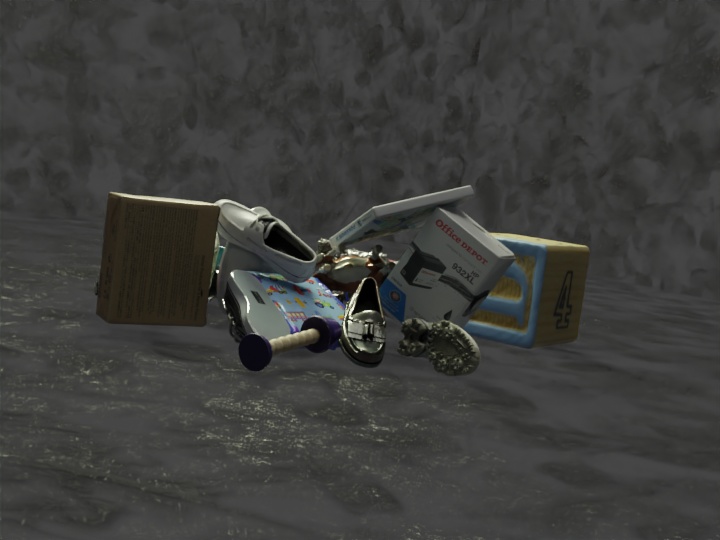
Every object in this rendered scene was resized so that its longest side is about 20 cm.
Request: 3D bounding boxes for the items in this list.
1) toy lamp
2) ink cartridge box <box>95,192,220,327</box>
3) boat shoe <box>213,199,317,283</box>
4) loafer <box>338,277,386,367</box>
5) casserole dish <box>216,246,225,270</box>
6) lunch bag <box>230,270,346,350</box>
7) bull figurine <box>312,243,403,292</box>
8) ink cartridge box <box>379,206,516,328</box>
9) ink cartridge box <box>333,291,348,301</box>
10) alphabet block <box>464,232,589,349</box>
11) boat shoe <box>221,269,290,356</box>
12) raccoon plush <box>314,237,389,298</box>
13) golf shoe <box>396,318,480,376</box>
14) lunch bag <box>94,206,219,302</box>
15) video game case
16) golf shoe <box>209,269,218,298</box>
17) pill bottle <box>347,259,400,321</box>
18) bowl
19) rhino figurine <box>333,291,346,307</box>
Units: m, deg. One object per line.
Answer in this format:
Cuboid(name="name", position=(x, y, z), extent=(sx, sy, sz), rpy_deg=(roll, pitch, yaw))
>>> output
Cuboid(name="toy lamp", position=(-0.092, 0.098, 1.354), extent=(0.058, 0.058, 0.200), rpy_deg=(10, 9, 29))
Cuboid(name="ink cartridge box", position=(-0.321, -0.016, 1.526), extent=(0.165, 0.200, 0.075), rpy_deg=(5, 6, -32))
Cuboid(name="boat shoe", position=(-0.153, -0.061, 1.561), extent=(0.200, 0.065, 0.074), rpy_deg=(32, 52, 2))
Cuboid(name="loafer", position=(0.005, 0.074, 1.468), extent=(0.072, 0.063, 0.200), rpy_deg=(12, 24, -8))
Cuboid(name="casserole dish", position=(-0.286, -0.029, 1.804), extent=(0.200, 0.039, 0.121), rpy_deg=(20, -7, 5))
Cuboid(name="lunch bag", position=(-0.089, 0.077, 1.535), extent=(0.151, 0.094, 0.200), rpy_deg=(6, 14, -37))
Cuboid(name="bull figurine", position=(0.000, 0.000, 1.705), extent=(0.200, 0.065, 0.121), rpy_deg=(-6, -23, -14))
Cuboid(name="ink cartridge box", position=(0.141, 0.011, 1.633), extent=(0.145, 0.200, 0.084), rpy_deg=(41, 19, 20))
Cuboid(name="ink cartridge box", position=(-0.054, 0.017, 2.063), extent=(0.200, 0.094, 0.044), rpy_deg=(2, 8, -42))
Cuboid(name="alphabet block", position=(0.305, 0.034, 1.854), extent=(0.195, 0.197, 0.200), rpy_deg=(13, 8, 34))
Cuboid(name="boat shoe", position=(-0.166, 0.078, 1.448), extent=(0.074, 0.068, 0.199), rpy_deg=(11, 27, -37))
Cuboid(name="raccoon plush", position=(0.005, -0.021, 1.813), extent=(0.200, 0.097, 0.134), rpy_deg=(-22, -37, 32))
Cuboid(name="golf shoe", position=(0.142, 0.115, 1.468), extent=(0.097, 0.078, 0.200), rpy_deg=(11, 4, -27))
Cuboid(name="lunch bag", position=(-0.350, -0.013, 1.669), extent=(0.200, 0.168, 0.139), rpy_deg=(3, 42, -24))
Cuboid(name="video game case", position=(0.068, -0.091, 1.655), extent=(0.200, 0.022, 0.182), rpy_deg=(-14, -8, -28))
Cuboid(name="golf shoe", position=(-0.323, 0.013, 1.913), extent=(0.200, 0.078, 0.094), rpy_deg=(26, 14, 40))
Cuboid(name="pill bottle", position=(0.066, 0.038, 1.916), extent=(0.113, 0.113, 0.200), rpy_deg=(4, 7, -32))
Cuboid(name="bowl", position=(-0.160, -0.003, 1.663), extent=(0.090, 0.201, 0.201), rpy_deg=(18, 9, 18))
Cuboid(name="rhino figurine", position=(-0.070, 0.063, 1.766), extent=(0.087, 0.060, 0.200), rpy_deg=(-3, 2, 3))
